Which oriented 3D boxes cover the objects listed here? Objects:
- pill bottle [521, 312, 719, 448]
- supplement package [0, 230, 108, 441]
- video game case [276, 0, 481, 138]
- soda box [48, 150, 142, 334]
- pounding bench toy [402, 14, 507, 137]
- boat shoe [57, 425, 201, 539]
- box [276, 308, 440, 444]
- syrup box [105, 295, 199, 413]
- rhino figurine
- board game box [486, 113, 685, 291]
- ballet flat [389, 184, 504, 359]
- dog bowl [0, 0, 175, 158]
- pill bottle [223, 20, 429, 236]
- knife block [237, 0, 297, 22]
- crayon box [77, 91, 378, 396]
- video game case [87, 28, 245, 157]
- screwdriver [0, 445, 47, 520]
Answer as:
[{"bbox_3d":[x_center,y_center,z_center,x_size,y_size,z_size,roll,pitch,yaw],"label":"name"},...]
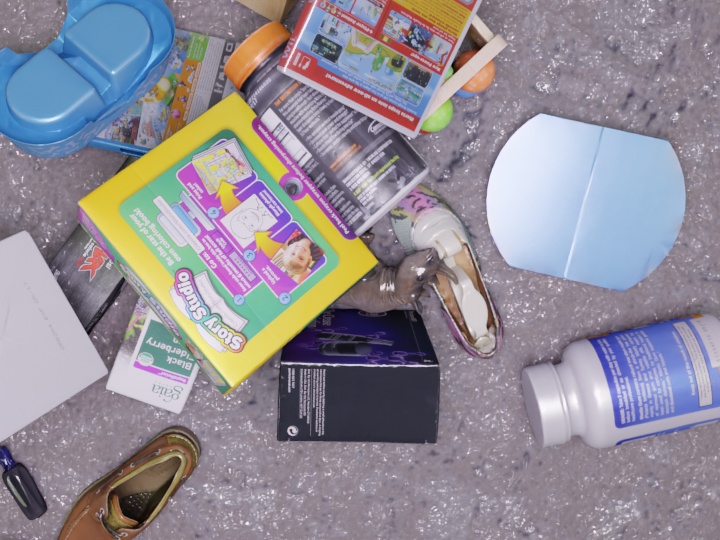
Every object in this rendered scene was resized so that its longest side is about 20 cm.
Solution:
[{"bbox_3d":[0.270,0.116,0.979,0.199,0.112,0.113,-12,96,0],"label":"pill bottle"},{"bbox_3d":[-0.372,0.085,0.890,0.200,0.151,0.152,-22,99,43],"label":"supplement package"},{"bbox_3d":[0.033,-0.227,0.799,0.143,0.017,0.201,21,99,-33],"label":"video game case"},{"bbox_3d":[-0.254,-0.021,0.972,0.071,0.063,0.200,37,94,-5],"label":"soda box"},{"bbox_3d":[0.048,-0.210,0.893,0.124,0.200,0.156,-42,95,2],"label":"pounding bench toy"},{"bbox_3d":[-0.248,0.242,0.997,0.072,0.068,0.200,41,95,-8],"label":"boat shoe"},{"bbox_3d":[-0.004,0.094,0.921,0.140,0.200,0.079,4,101,-3],"label":"box"},{"bbox_3d":[-0.175,0.032,0.941,0.078,0.082,0.201,21,112,-11],"label":"syrup box"},{"bbox_3d":[0.000,0.000,0.966,0.199,0.060,0.088,6,109,13],"label":"rhino figurine"},{"bbox_3d":[0.228,-0.070,0.997,0.199,0.039,0.159,12,101,2],"label":"board game box"},{"bbox_3d":[0.095,0.000,0.981,0.069,0.071,0.201,-27,96,-5],"label":"ballet flat"},{"bbox_3d":[-0.261,-0.185,0.909,0.111,0.050,0.200,40,69,9],"label":"dog bowl"},{"bbox_3d":[-0.037,-0.134,0.897,0.106,0.106,0.200,-41,90,3],"label":"pill bottle"},{"bbox_3d":[-0.085,-0.322,0.883,0.199,0.176,0.064,30,58,0],"label":"knife block"},{"bbox_3d":[-0.114,-0.025,0.841,0.172,0.058,0.200,-40,89,-20],"label":"crayon box"},{"bbox_3d":[-0.171,-0.170,0.951,0.199,0.018,0.144,12,69,-3],"label":"video game case"},{"bbox_3d":[-0.384,0.171,1.010,0.028,0.029,0.201,-27,93,2],"label":"screwdriver"}]
